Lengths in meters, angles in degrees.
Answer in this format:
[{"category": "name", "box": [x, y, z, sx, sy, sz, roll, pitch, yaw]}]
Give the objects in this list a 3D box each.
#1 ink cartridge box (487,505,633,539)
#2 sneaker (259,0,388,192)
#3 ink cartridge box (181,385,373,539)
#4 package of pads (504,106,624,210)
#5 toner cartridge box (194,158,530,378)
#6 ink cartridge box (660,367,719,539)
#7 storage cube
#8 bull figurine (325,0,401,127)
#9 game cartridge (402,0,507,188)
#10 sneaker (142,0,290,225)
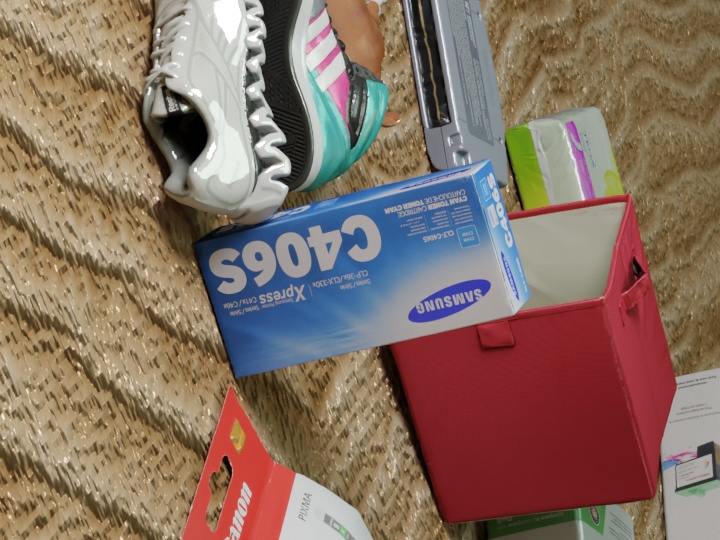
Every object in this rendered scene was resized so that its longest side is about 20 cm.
[{"category": "ink cartridge box", "box": [0.170, 0.282, 1.924, 0.145, 0.083, 0.202, 41, 40, -57]}, {"category": "sneaker", "box": [-0.035, -0.153, 1.682, 0.121, 0.083, 0.202, 1, 84, -63]}, {"category": "ink cartridge box", "box": [-0.041, 0.193, 1.513, 0.161, 0.050, 0.201, -76, 148, -51]}, {"category": "package of pads", "box": [0.209, -0.052, 2.271, 0.154, 0.068, 0.202, -23, 100, -68]}, {"category": "toner cartridge box", "box": [0.000, 0.000, 1.520, 0.043, 0.199, 0.096, -42, 115, -65]}, {"category": "ink cartridge box", "box": [0.375, 0.227, 2.504, 0.145, 0.083, 0.201, 48, 35, -52]}, {"category": "storage cube", "box": [0.139, 0.069, 1.848, 0.171, 0.198, 0.181, -66, 144, -59]}, {"category": "bull figurine", "box": [-0.023, -0.191, 1.770, 0.122, 0.065, 0.201, -87, 156, -46]}, {"category": "game cartridge", "box": [0.083, -0.172, 2.070, 0.133, 0.040, 0.202, 16, 62, -62]}, {"category": "sneaker", "box": [-0.104, -0.128, 1.520, 0.081, 0.075, 0.202, 3, 65, -42]}]
